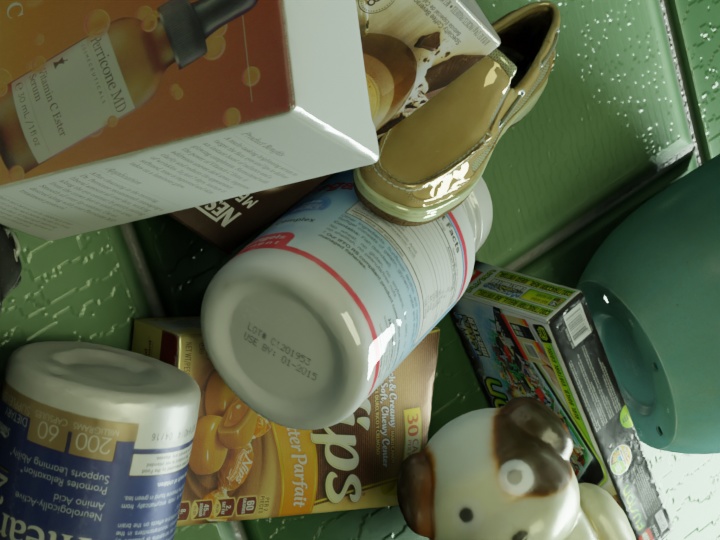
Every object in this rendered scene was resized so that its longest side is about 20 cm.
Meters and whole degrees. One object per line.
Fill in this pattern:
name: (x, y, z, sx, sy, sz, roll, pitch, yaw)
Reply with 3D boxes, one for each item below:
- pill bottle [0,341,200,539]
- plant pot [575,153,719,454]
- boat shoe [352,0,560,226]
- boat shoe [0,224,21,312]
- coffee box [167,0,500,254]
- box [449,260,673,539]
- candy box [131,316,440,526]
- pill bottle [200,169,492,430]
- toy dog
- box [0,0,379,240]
pill bottle: (-0.160, 0.149, 1.155, 0.110, 0.111, 0.202, 4, 103, -38)
plant pot: (0.241, 0.030, 1.396, 0.160, 0.200, 0.202, -25, 116, -16)
boat shoe: (0.060, -0.103, 1.206, 0.200, 0.071, 0.076, -52, 175, -47)
boat shoe: (-0.215, -0.004, 1.106, 0.067, 0.072, 0.202, -4, 105, -35)
coffee box: (-0.039, -0.113, 1.137, 0.200, 0.080, 0.113, -37, 146, 13)
box: (0.131, 0.092, 1.372, 0.035, 0.110, 0.201, -38, 121, -24)
candy box: (-0.048, 0.088, 1.267, 0.199, 0.055, 0.116, 0, 101, -37)
pill bottle: (0.000, 0.000, 1.209, 0.200, 0.108, 0.110, -43, 127, -51)
toy dog: (0.104, 0.157, 1.291, 0.139, 0.195, 0.200, -20, 148, 9)
box: (-0.107, -0.116, 1.040, 0.106, 0.199, 0.154, 24, 56, -64)
